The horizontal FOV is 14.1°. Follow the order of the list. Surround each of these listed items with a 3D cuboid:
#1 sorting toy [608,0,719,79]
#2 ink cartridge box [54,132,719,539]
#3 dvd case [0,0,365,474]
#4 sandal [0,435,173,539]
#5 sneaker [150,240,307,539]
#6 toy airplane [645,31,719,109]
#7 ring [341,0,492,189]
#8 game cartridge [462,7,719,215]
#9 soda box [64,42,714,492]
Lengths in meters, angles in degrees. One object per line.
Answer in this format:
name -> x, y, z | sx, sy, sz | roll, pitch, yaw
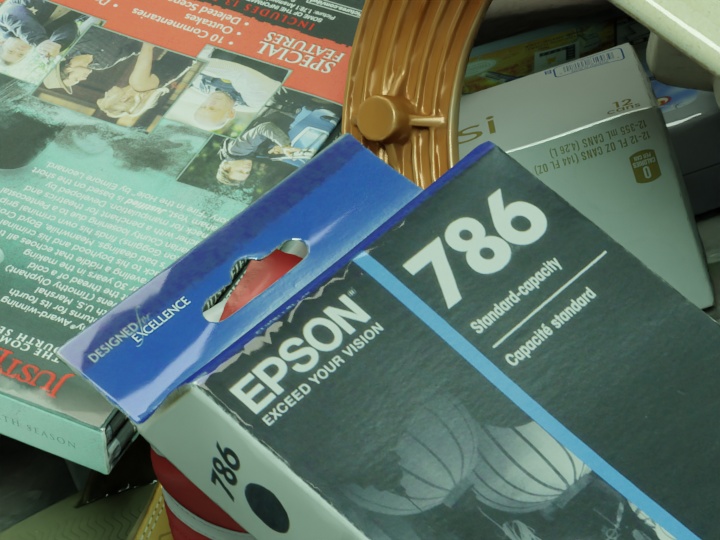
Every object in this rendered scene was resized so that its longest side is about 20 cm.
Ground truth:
sorting toy -> 0.122, -0.127, 0.694 | 0.200, 0.037, 0.185 | 35, 72, 15
ink cartridge box -> 0.037, 0.042, 0.617 | 0.200, 0.039, 0.099 | 38, 59, 21
dvd case -> -0.083, -0.038, 0.840 | 0.145, 0.022, 0.200 | 19, 48, 20
sandal -> -0.050, 0.057, 0.793 | 0.199, 0.054, 0.080 | -22, 21, -4
sneaker -> 0.035, 0.042, 0.678 | 0.199, 0.113, 0.071 | -8, 24, 26
toy airplane -> 0.141, -0.135, 0.829 | 0.140, 0.201, 0.199 | -12, -20, 0
ring -> 0.078, -0.037, 0.737 | 0.200, 0.201, 0.019 | -6, -4, 30
game cartridge -> 0.070, -0.047, 0.971 | 0.199, 0.042, 0.133 | -15, 18, 11
soda box -> 0.000, 0.000, 0.869 | 0.199, 0.068, 0.064 | -17, 21, 6
